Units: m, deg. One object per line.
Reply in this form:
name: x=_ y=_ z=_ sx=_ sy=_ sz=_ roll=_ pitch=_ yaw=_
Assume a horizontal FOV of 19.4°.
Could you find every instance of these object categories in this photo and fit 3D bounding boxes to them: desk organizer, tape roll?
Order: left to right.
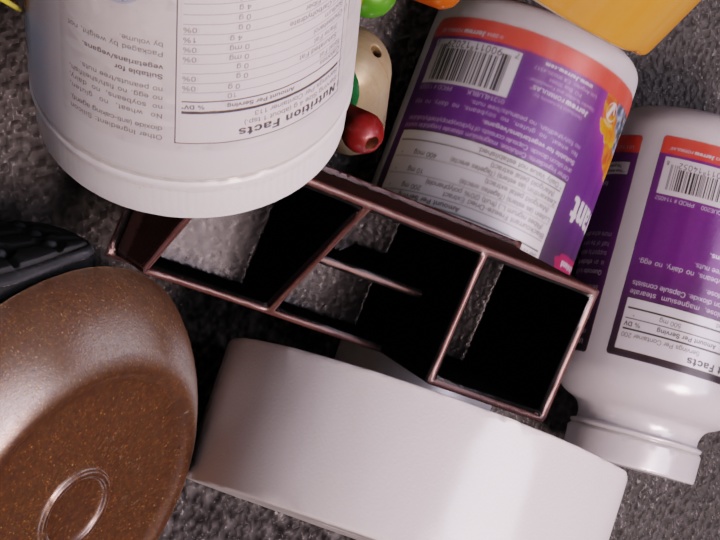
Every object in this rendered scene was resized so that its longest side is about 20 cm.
desk organizer: x=0.000 y=0.000 z=0.920 sx=0.200 sy=0.077 sz=0.072 roll=20 pitch=96 yaw=-31
tape roll: x=0.021 y=0.097 z=0.987 sx=0.202 sy=0.202 sz=0.071 roll=26 pitch=80 yaw=-45

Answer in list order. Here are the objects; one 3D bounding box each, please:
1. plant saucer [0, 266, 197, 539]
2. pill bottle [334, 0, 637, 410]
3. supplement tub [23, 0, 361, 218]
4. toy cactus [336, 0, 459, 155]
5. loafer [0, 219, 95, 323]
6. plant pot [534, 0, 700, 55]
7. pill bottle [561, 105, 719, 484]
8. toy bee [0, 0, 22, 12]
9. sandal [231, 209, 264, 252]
plant saucer: x=-0.133 y=0.095 z=0.898 sx=0.200 sy=0.037 sz=0.201 roll=-37 pitch=143 yaw=-34
pill bottle: x=0.058 y=-0.027 z=1.061 sx=0.111 sy=0.111 sz=0.200 roll=30 pitch=77 yaw=-44
supplement tub: x=-0.061 y=-0.132 z=0.775 sx=0.132 sy=0.132 sz=0.200 roll=-40 pitch=153 yaw=-33
toy cactus: x=-0.003 y=-0.122 z=0.987 sx=0.165 sy=0.102 sz=0.200 roll=81 pitch=4 yaw=-53
loafer: x=-0.196 y=0.032 z=0.854 sx=0.200 sy=0.068 sz=0.071 roll=-23 pitch=122 yaw=-35
plant pot: x=0.136 y=-0.214 z=1.024 sx=0.200 sy=0.200 sz=0.183 roll=17 pitch=110 yaw=-46
pill bottle: x=0.176 y=0.014 z=1.188 sx=0.112 sy=0.112 sz=0.201 roll=19 pitch=85 yaw=-45
toy bee: x=-0.200 y=-0.121 z=0.804 sx=0.131 sy=0.200 sz=0.109 roll=49 pitch=26 yaw=-2
sandal: x=-0.081 y=-0.077 z=0.947 sx=0.200 sy=0.054 sz=0.082 roll=61 pitch=27 yaw=-33
